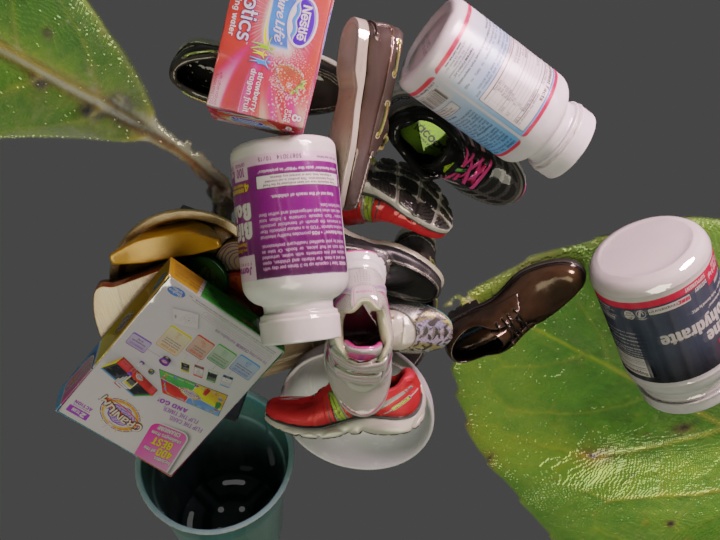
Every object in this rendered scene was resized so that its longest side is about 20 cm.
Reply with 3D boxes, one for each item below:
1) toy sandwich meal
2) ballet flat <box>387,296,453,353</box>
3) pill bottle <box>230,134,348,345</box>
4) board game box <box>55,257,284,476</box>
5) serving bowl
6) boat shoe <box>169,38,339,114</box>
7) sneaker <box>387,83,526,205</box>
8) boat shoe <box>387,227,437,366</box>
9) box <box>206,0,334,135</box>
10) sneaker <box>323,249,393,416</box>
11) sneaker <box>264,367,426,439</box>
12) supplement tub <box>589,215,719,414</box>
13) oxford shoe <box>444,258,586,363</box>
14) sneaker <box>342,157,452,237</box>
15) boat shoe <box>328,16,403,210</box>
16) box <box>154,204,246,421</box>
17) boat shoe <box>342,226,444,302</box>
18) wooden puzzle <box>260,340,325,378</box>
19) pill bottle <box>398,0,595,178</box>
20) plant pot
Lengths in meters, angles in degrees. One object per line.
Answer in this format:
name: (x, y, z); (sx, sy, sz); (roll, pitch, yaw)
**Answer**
toy sandwich meal: (-0.191, 0.030, 1.054); (0.202, 0.070, 0.208); (1, 114, 2)
ballet flat: (0.009, 0.063, 1.164); (0.198, 0.072, 0.073); (14, 124, 20)
pill bottle: (-0.070, -0.028, 0.995); (0.111, 0.112, 0.203); (-6, 87, 8)
board game box: (-0.200, 0.106, 1.035); (0.153, 0.040, 0.200); (37, 106, -24)
serving bowl: (-0.001, 0.161, 1.256); (0.197, 0.066, 0.202); (5, 127, 7)
boat shoe: (-0.105, -0.201, 1.059); (0.198, 0.061, 0.073); (8, 119, -2)
sneaker: (0.101, -0.125, 1.086); (0.199, 0.088, 0.074); (34, 118, -16)
boat shoe: (0.058, 0.046, 1.210); (0.071, 0.061, 0.203); (3, 122, 2)
box: (-0.082, -0.242, 0.973); (0.098, 0.095, 0.203); (13, 90, -5)
sneaker: (-0.004, 0.084, 1.070); (0.080, 0.089, 0.202); (-5, 120, 0)
sneaker: (-0.020, 0.148, 1.180); (0.197, 0.077, 0.086); (-5, 105, 9)
supplement tub: (0.360, 0.052, 1.147); (0.139, 0.141, 0.201); (-20, 118, 15)
oxford shoe: (0.190, 0.058, 1.197); (0.199, 0.085, 0.073); (-35, 112, 20)
sneaker: (0.010, -0.083, 1.127); (0.198, 0.077, 0.085); (24, 132, 0)
boat shoe: (0.004, -0.159, 1.031); (0.059, 0.072, 0.203); (3, 100, -24)
box: (-0.179, 0.050, 1.160); (0.147, 0.107, 0.202); (19, 114, -6)
boat shoe: (0.000, 0.000, 1.114); (0.198, 0.068, 0.072); (20, 133, -11)
wooden puzzle: (-0.150, 0.056, 1.249); (0.198, 0.037, 0.186); (-21, 118, 10)
pill bottle: (0.146, -0.185, 1.034); (0.199, 0.109, 0.109); (33, 118, -16)
plant pot: (-0.180, 0.291, 1.292); (0.197, 0.202, 0.197); (3, 142, 2)
